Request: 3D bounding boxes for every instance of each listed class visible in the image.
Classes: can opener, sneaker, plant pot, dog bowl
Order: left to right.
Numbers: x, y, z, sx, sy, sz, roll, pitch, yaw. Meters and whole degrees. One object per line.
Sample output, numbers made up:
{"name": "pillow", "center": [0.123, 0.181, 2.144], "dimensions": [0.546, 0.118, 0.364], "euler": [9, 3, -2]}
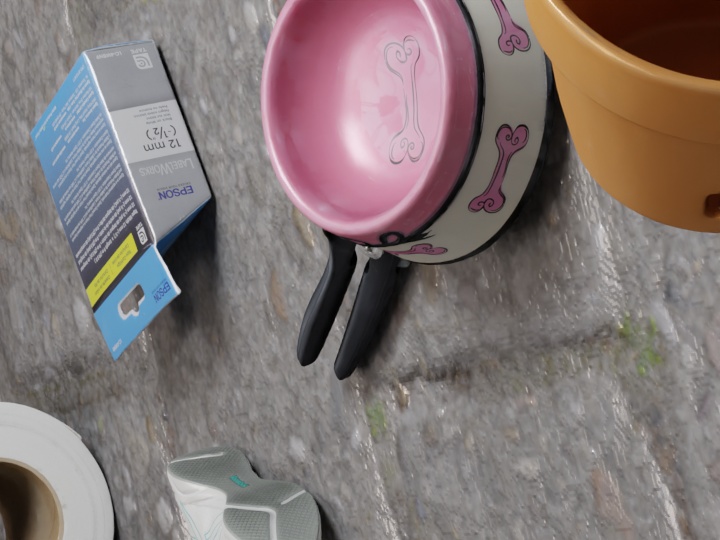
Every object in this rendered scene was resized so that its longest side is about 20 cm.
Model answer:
{"name": "sneaker", "center": [-0.078, 0.191, 1.904], "dimensions": [0.200, 0.070, 0.080], "euler": [-151, 48, -62]}
{"name": "can opener", "center": [0.000, 0.000, 1.712], "dimensions": [0.063, 0.079, 0.200], "euler": [22, 132, 11]}
{"name": "dog bowl", "center": [0.019, -0.103, 1.558], "dimensions": [0.200, 0.074, 0.200], "euler": [1, 92, 47]}
{"name": "plant pot", "center": [0.171, -0.113, 1.239], "dimensions": [0.200, 0.200, 0.140], "euler": [57, 161, 33]}

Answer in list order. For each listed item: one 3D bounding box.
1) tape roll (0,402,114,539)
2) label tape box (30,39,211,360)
{"name": "tape roll", "center": [-0.324, 0.217, 2.201], "dimensions": [0.139, 0.203, 0.203], "euler": [-21, 82, 61]}
{"name": "label tape box", "center": [-0.172, -0.052, 1.976], "dimensions": [0.143, 0.066, 0.200], "euler": [-45, 64, 57]}
